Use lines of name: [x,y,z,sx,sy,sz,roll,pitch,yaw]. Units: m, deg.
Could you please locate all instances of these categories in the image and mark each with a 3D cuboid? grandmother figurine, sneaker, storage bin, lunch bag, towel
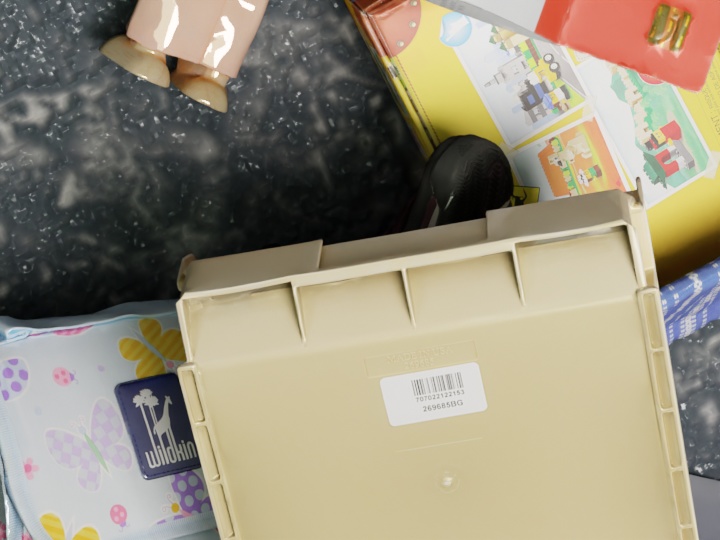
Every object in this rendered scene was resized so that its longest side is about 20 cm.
grandmother figurine: [-0.053,-0.179,1.014,0.121,0.061,0.200,20,101,-43]
sneaker: [0.000,0.000,1.032,0.115,0.076,0.200,30,137,19]
storage bin: [0.036,0.070,0.932,0.200,0.094,0.199,-9,113,7]
lunch bag: [-0.119,0.116,1.028,0.169,0.127,0.200,-6,108,-40]
towel: [0.165,0.018,1.059,0.200,0.145,0.024,-27,79,-9]

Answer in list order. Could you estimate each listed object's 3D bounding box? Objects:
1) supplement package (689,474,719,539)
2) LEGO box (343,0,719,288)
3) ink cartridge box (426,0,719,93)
supplement package: [0.137,0.215,1.118,0.191,0.147,0.200,14,104,-14]
LEGO box: [0.102,-0.080,1.057,0.149,0.077,0.200,-28,110,0]
ink cartridge box: [0.086,-0.186,0.964,0.200,0.047,0.160,20,90,0]
